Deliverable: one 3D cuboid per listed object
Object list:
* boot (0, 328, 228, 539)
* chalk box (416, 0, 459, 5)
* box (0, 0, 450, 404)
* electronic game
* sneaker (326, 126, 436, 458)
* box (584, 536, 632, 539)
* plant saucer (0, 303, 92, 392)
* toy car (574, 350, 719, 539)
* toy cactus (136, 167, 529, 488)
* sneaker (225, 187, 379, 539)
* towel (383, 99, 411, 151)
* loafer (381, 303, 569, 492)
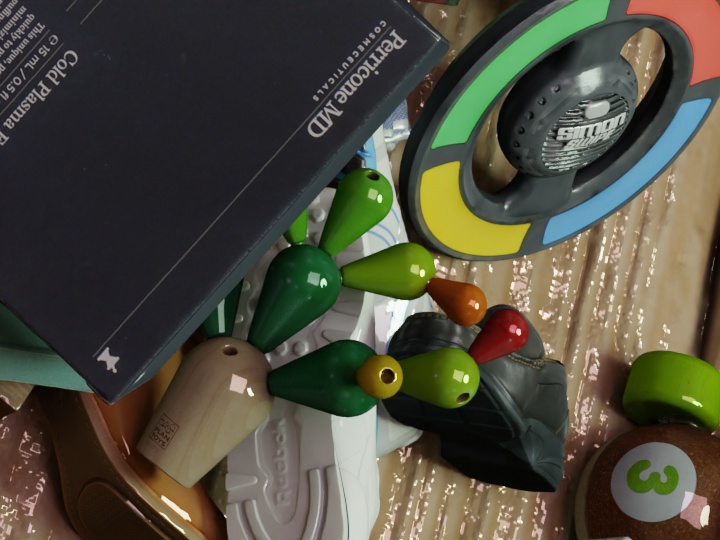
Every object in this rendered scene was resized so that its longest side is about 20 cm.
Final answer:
[{"bbox_3d":[-0.098,0.046,1.218,0.200,0.077,0.156,41,57,-12],"label":"boot"},{"bbox_3d":[0.005,-0.208,1.253,0.123,0.124,0.201,6,75,-9],"label":"chalk box"},{"bbox_3d":[-0.095,-0.081,1.051,0.182,0.104,0.200,43,95,2],"label":"box"},{"bbox_3d":[0.107,-0.080,1.313,0.199,0.201,0.042,-9,49,-35],"label":"electronic game"},{"bbox_3d":[0.000,0.000,1.287,0.086,0.075,0.201,-8,101,-46],"label":"sneaker"},{"bbox_3d":[0.034,0.225,1.195,0.200,0.184,0.105,-38,104,-32],"label":"box"},{"bbox_3d":[-0.142,-0.036,1.178,0.070,0.019,0.201,9,53,-17],"label":"plant saucer"},{"bbox_3d":[0.222,0.133,1.328,0.157,0.200,0.165,30,65,-25],"label":"toy car"},{"bbox_3d":[-0.038,0.023,1.140,0.200,0.102,0.165,36,87,20],"label":"toy cactus"},{"bbox_3d":[-0.023,0.061,1.212,0.080,0.076,0.201,37,55,-62],"label":"sneaker"},{"bbox_3d":[-0.051,-0.157,1.311,0.146,0.024,0.201,-4,81,-32],"label":"towel"},{"bbox_3d":[0.059,0.050,1.268,0.200,0.072,0.073,53,48,-67],"label":"loafer"}]
